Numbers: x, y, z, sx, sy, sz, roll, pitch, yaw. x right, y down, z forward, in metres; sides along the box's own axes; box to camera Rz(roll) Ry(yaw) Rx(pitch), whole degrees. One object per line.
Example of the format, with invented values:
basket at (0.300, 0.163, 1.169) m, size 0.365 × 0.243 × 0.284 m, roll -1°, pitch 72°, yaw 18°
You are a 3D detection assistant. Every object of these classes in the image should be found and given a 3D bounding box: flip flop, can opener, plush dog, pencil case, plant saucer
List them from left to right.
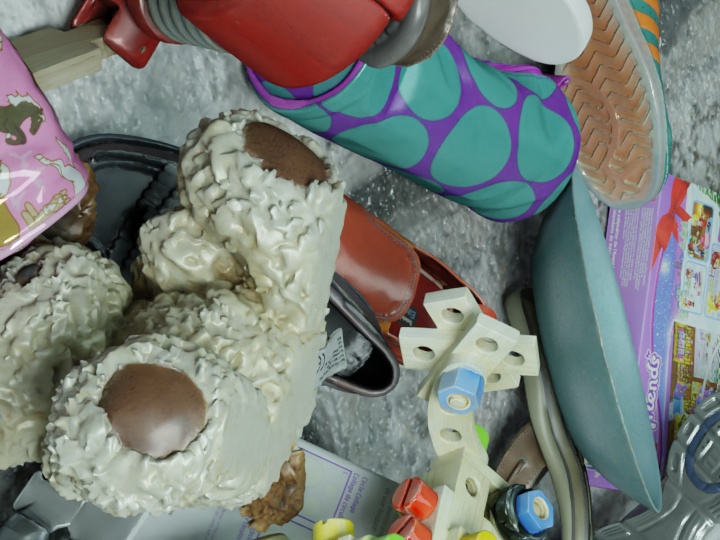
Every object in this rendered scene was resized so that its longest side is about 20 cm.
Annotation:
pencil case at (-0.185, -0.089, 0.822) m, size 0.086 × 0.083 × 0.200 m, roll -35°, pitch 111°, yaw -6°
can opener at (-0.142, 0.135, 0.938) m, size 0.053 × 0.067 × 0.200 m, roll 32°, pitch 73°, yaw 1°
plush dog at (-0.108, 0.036, 0.888) m, size 0.161 × 0.172 × 0.200 m, roll 86°, pitch 21°, yaw -49°
pencil case at (0.032, -0.094, 1.108) m, size 0.200 × 0.085 × 0.093 m, roll 25°, pitch 82°, yaw -49°
flip flop at (0.099, 0.111, 1.226) m, size 0.081 × 0.058 × 0.200 m, roll 26°, pitch 53°, yaw -81°
plant saucer at (0.129, 0.042, 1.199) m, size 0.201 × 0.039 × 0.201 m, roll -13°, pitch 90°, yaw -79°

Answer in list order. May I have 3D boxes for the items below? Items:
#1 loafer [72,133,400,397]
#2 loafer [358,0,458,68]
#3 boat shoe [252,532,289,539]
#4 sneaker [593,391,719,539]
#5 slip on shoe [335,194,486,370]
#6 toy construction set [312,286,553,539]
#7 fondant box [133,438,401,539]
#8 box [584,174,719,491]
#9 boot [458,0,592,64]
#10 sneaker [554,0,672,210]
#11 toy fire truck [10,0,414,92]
loafer at (-0.057, 0.000, 0.992) m, size 0.200 × 0.063 × 0.072 m, roll 34°, pitch 90°, yaw -33°
loafer at (0.036, -0.175, 1.005) m, size 0.071 × 0.073 × 0.200 m, roll 28°, pitch 53°, yaw -32°
boat shoe at (-0.095, 0.183, 0.890) m, size 0.200 × 0.073 × 0.063 m, roll -35°, pitch 79°, yaw -31°
sneaker at (0.192, 0.163, 1.288) m, size 0.200 × 0.075 × 0.087 m, roll -48°, pitch 158°, yaw 6°
slip on shoe at (0.000, 0.000, 1.095) m, size 0.200 × 0.061 × 0.074 m, roll 34°, pitch 69°, yaw -44°
toy construction set at (0.025, 0.111, 0.924) m, size 0.131 × 0.092 × 0.200 m, roll 42°, pitch 57°, yaw -26°
fondant box at (-0.025, 0.163, 0.997) m, size 0.200 × 0.058 × 0.144 m, roll 25°, pitch 69°, yaw -8°
box at (0.201, 0.045, 1.356) m, size 0.137 × 0.039 × 0.200 m, roll 15°, pitch 82°, yaw -50°
boot at (0.068, -0.207, 1.135) m, size 0.200 × 0.073 × 0.090 m, roll 46°, pitch 54°, yaw -27°
sneaker at (0.151, -0.138, 1.248) m, size 0.080 × 0.071 × 0.200 m, roll -23°, pitch 101°, yaw -52°
toy fire truck at (-0.080, -0.123, 0.917) m, size 0.129 × 0.176 × 0.200 m, roll 35°, pitch 81°, yaw -39°
